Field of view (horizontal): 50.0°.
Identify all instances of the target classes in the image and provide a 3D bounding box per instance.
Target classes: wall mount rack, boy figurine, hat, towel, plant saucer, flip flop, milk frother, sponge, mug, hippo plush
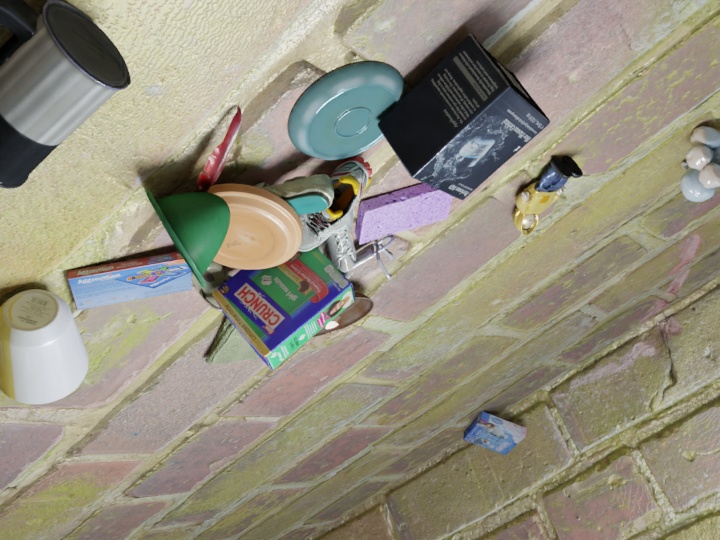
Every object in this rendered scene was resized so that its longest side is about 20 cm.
[{"bbox_3d":[0.000,0.000,1.577,0.198,0.075,0.174,-30,-166,11],"label":"wall mount rack"},{"bbox_3d":[0.379,-0.154,1.642,0.123,0.065,0.201,-8,145,-37],"label":"boy figurine"},{"bbox_3d":[-0.206,-0.094,1.154,0.175,0.167,0.200,-33,172,-12],"label":"hat"},{"bbox_3d":[-0.242,0.143,1.662,0.147,0.037,0.201,-7,148,-35],"label":"towel"},{"bbox_3d":[-0.015,-0.236,1.191,0.198,0.028,0.201,-20,152,-11],"label":"plant saucer"},{"bbox_3d":[-0.259,0.041,1.438,0.080,0.058,0.201,-25,153,-2],"label":"flip flop"},{"bbox_3d":[-0.365,-0.168,0.816,0.187,0.202,0.180,-35,148,19],"label":"milk frother"},{"bbox_3d":[-0.193,-0.061,1.250,0.197,0.033,0.202,3,144,2],"label":"plant saucer"},{"bbox_3d":[0.088,-0.117,1.490,0.197,0.030,0.112,-17,152,-17],"label":"sponge"},{"bbox_3d":[-0.540,0.118,1.245,0.185,0.150,0.154,-18,146,-28],"label":"mug"},{"bbox_3d":[-0.068,0.091,1.700,0.198,0.037,0.201,-18,158,-7],"label":"plant saucer"},{"bbox_3d":[0.800,-0.252,1.792,0.202,0.158,0.161,-62,-176,-20],"label":"hippo plush"}]

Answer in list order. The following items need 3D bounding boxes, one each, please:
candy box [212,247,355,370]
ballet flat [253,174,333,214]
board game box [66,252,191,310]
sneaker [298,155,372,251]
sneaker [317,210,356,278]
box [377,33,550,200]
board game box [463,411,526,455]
[{"bbox_3d":[-0.137,0.047,1.377,0.199,0.169,0.077,-40,154,-12],"label":"candy box"},{"bbox_3d":[-0.136,-0.116,1.251,0.197,0.063,0.068,-6,142,12],"label":"ballet flat"},{"bbox_3d":[-0.387,0.017,1.309,0.197,0.020,0.103,-10,151,-17],"label":"board game box"},{"bbox_3d":[-0.060,-0.106,1.302,0.201,0.077,0.082,-51,-172,31],"label":"sneaker"},{"bbox_3d":[-0.034,-0.052,1.429,0.075,0.093,0.201,-19,152,-11],"label":"sneaker"},{"bbox_3d":[0.167,-0.233,1.224,0.200,0.118,0.196,-41,155,21],"label":"box"},{"bbox_3d":[0.547,0.668,3.160,0.196,0.044,0.201,20,141,-4],"label":"board game box"}]
